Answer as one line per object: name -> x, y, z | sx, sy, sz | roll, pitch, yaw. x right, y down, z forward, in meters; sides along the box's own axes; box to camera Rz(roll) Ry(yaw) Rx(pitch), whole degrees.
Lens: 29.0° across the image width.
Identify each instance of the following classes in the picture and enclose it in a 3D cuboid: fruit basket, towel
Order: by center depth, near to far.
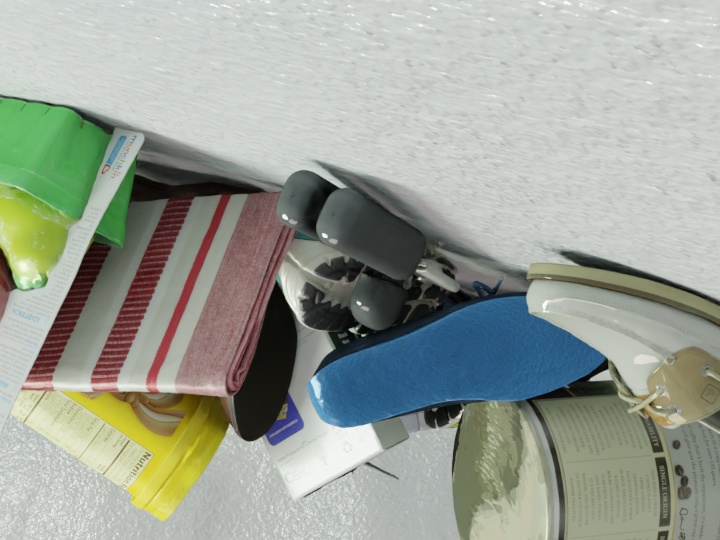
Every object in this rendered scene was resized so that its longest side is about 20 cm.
towel -> -0.140, 0.016, 0.870 | 0.199, 0.144, 0.023 | -1, 142, 29
fruit basket -> -0.225, -0.005, 0.875 | 0.185, 0.201, 0.094 | 13, 171, 45

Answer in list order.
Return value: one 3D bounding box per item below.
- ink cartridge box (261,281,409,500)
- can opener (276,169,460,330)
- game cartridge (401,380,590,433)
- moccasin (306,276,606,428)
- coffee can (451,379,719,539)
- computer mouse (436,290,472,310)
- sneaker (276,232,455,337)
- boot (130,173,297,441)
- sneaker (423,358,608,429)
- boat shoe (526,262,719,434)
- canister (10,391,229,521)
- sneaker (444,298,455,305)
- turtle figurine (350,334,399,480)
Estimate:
ink cartridge box -> -0.052, 0.055, 0.998 | 0.099, 0.200, 0.039 | -33, 171, 36
can opener -> 0.008, -0.006, 0.802 | 0.053, 0.067, 0.200 | 23, 175, 23
game cartridge -> 0.089, 0.098, 1.204 | 0.199, 0.041, 0.133 | -12, -168, -12
moccasin -> 0.062, 0.045, 0.901 | 0.199, 0.081, 0.068 | -10, -167, 12
coffee can -> 0.182, 0.146, 0.954 | 0.199, 0.147, 0.146 | -1, -178, -21
computer mouse -> 0.030, 0.022, 1.058 | 0.200, 0.059, 0.034 | 20, 167, -29
sneaker -> 0.000, 0.000, 0.952 | 0.080, 0.078, 0.200 | 45, -169, 30
boot -> -0.141, 0.015, 0.996 | 0.200, 0.187, 0.064 | 10, -162, 37
sneaker -> 0.114, 0.078, 1.033 | 0.081, 0.074, 0.200 | 13, 159, -29
boat shoe -> 0.176, 0.053, 0.762 | 0.199, 0.069, 0.075 | 21, 175, -16
canister -> -0.195, 0.075, 1.003 | 0.200, 0.087, 0.149 | 35, -168, -8
sneaker -> 0.017, 0.039, 1.159 | 0.199, 0.076, 0.077 | 15, 178, 26
turtle figurine -> -0.026, 0.071, 1.097 | 0.200, 0.101, 0.150 | 40, -171, 2
